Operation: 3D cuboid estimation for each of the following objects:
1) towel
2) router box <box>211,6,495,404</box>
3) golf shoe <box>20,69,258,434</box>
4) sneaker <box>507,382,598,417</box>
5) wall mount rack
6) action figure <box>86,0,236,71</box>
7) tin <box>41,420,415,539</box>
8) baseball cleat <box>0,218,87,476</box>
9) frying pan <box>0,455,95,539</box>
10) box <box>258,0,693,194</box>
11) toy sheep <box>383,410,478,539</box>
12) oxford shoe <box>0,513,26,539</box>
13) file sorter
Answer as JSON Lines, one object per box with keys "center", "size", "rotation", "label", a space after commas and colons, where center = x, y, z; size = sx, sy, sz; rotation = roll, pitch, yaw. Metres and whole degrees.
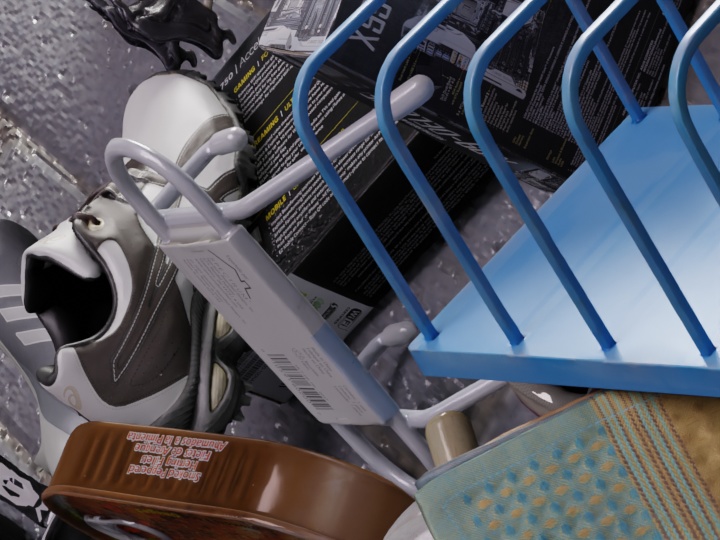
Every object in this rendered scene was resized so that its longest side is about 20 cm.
{"center": [0.132, 0.087, 0.947], "size": [0.200, 0.022, 0.147], "rotation": [-27, 68, 9], "label": "towel"}
{"center": [-0.007, -0.062, 1.307], "size": [0.200, 0.051, 0.149], "rotation": [-47, 38, 29], "label": "router box"}
{"center": [-0.097, -0.017, 1.276], "size": [0.078, 0.094, 0.200], "rotation": [-47, 36, 38], "label": "golf shoe"}
{"center": [0.128, 0.033, 1.030], "size": [0.200, 0.090, 0.075], "rotation": [-14, 59, 50], "label": "sneaker"}
{"center": [0.000, 0.000, 1.160], "size": [0.075, 0.200, 0.174], "rotation": [-49, 19, -20], "label": "wall mount rack"}
{"center": [-0.046, -0.188, 1.365], "size": [0.200, 0.102, 0.119], "rotation": [-49, 11, -4], "label": "action figure"}
{"center": [-0.042, 0.100, 1.194], "size": [0.200, 0.112, 0.042], "rotation": [4, 63, 45], "label": "tin"}
{"center": [-0.123, 0.028, 1.414], "size": [0.106, 0.070, 0.200], "rotation": [-45, 48, 19], "label": "baseball cleat"}
{"center": [-0.124, 0.131, 1.320], "size": [0.190, 0.031, 0.115], "rotation": [2, 73, 32], "label": "frying pan"}
{"center": [0.067, -0.145, 1.165], "size": [0.050, 0.158, 0.200], "rotation": [17, 85, 56], "label": "box"}
{"center": [0.050, 0.139, 1.038], "size": [0.138, 0.138, 0.200], "rotation": [-37, 59, 36], "label": "toy sheep"}
{"center": [-0.192, 0.158, 1.412], "size": [0.085, 0.073, 0.200], "rotation": [-62, 34, 8], "label": "oxford shoe"}
{"center": [0.096, -0.051, 0.969], "size": [0.139, 0.123, 0.200], "rotation": [-45, 26, -28], "label": "file sorter"}
